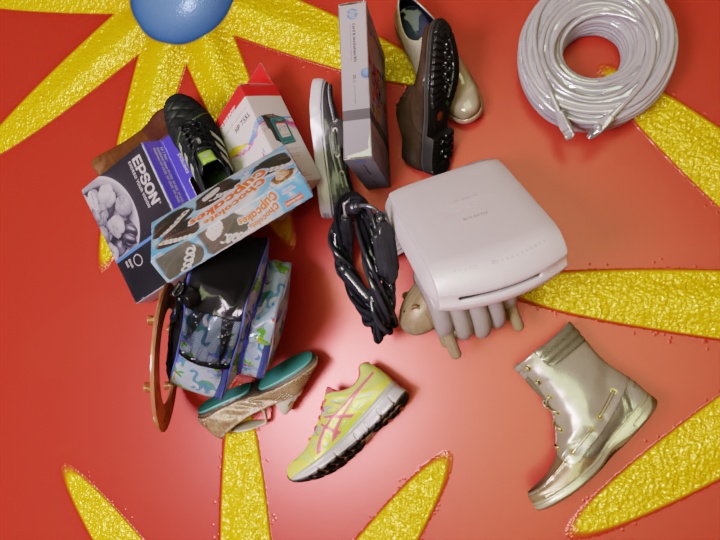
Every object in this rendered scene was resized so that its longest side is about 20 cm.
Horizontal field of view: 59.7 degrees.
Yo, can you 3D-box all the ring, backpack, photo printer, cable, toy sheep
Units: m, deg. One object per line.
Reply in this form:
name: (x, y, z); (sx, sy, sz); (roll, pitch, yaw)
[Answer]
ring: (-0.271, 0.117, 0.858); (0.019, 0.200, 0.203); (2, 84, -7)
backpack: (-0.177, 0.068, 0.838); (0.146, 0.184, 0.201); (19, 125, -10)
photo printer: (0.132, -0.041, 0.731); (0.165, 0.070, 0.201); (-17, 40, -3)
cable: (0.000, 0.000, 0.825); (0.050, 0.163, 0.202); (-17, 106, -23)
cable: (0.308, -0.283, 0.824); (0.199, 0.069, 0.201); (-32, 77, 8)
toy sheep: (0.141, 0.027, 0.805); (0.198, 0.138, 0.139); (-25, 79, -3)

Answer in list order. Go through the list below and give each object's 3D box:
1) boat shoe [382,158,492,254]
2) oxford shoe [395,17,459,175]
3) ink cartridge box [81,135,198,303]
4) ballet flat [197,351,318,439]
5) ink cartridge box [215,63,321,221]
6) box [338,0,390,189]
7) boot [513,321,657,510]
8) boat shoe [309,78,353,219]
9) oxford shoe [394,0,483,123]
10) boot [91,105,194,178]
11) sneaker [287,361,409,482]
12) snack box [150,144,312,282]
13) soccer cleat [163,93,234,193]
boat shoe: (0.102, -0.081, 0.862); (0.199, 0.074, 0.067); (-27, 106, 9)
oxford shoe: (0.081, -0.232, 0.840); (0.084, 0.072, 0.202); (23, 119, 35)
ink cartridge box: (-0.298, -0.080, 0.926); (0.199, 0.043, 0.200); (-29, 86, 24)
ballet flat: (-0.136, 0.182, 0.894); (0.199, 0.071, 0.066); (-26, 106, 12)
ink cartridge box: (-0.148, -0.182, 0.898); (0.116, 0.067, 0.201); (-39, 74, 44)
box: (0.008, -0.227, 0.846); (0.041, 0.156, 0.202); (-5, 82, 11)
boot: (0.246, 0.181, 0.788); (0.200, 0.072, 0.155); (-45, 77, 0)
boat shoe: (-0.033, -0.176, 0.898); (0.065, 0.070, 0.202); (-5, 83, 5)
oxford shoe: (0.102, -0.293, 0.872); (0.071, 0.074, 0.201); (-35, 78, 7)
boot: (-0.309, -0.140, 0.962); (0.199, 0.068, 0.189); (-32, 86, 13)
sneaker: (-0.030, 0.207, 0.857); (0.200, 0.078, 0.090); (-42, 68, 0)
snack box: (-0.160, -0.074, 0.762); (0.199, 0.116, 0.037); (-31, 122, -1)
soccer cleat: (-0.213, -0.161, 0.863); (0.067, 0.081, 0.201); (-26, 87, -12)
